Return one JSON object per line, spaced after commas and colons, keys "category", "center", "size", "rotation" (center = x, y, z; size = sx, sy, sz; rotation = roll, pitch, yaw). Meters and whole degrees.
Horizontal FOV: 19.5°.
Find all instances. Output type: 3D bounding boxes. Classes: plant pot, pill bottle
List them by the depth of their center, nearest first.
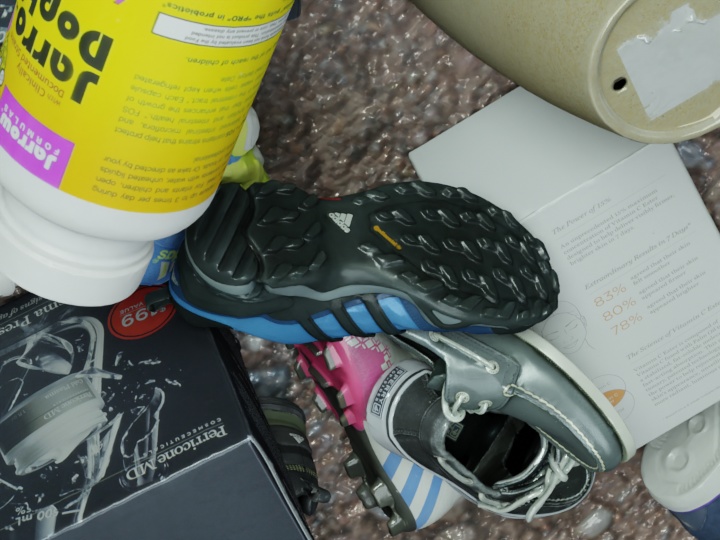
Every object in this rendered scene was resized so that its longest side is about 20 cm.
{"category": "pill bottle", "center": [-0.093, -0.084, 0.853], "size": [0.104, 0.104, 0.200], "rotation": [7, 125, -26]}
{"category": "plant pot", "center": [0.112, -0.150, 0.976], "size": [0.187, 0.200, 0.187], "rotation": [-11, 130, -13]}

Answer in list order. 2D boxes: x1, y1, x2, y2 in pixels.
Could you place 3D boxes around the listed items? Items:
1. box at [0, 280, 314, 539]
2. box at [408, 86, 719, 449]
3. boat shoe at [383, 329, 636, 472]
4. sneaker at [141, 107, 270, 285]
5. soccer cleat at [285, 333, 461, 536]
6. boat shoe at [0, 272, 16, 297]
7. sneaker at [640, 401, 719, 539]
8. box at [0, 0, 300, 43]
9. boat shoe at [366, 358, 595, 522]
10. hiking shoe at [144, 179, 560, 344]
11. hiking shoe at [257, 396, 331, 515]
{"category": "box", "center": [-0.147, 0.103, 1.082], "size": [0.200, 0.182, 0.104], "rotation": [-27, 131, -1]}
{"category": "box", "center": [0.133, -0.006, 1.162], "size": [0.124, 0.098, 0.200], "rotation": [-31, 131, 5]}
{"category": "boat shoe", "center": [0.053, 0.049, 1.100], "size": [0.200, 0.073, 0.062], "rotation": [39, 73, 2]}
{"category": "sneaker", "center": [-0.101, -0.046, 1.009], "size": [0.105, 0.076, 0.200], "rotation": [-44, 155, -9]}
{"category": "soccer cleat", "center": [0.019, 0.067, 1.204], "size": [0.086, 0.070, 0.200], "rotation": [-35, 135, -14]}
{"category": "boat shoe", "center": [-0.197, -0.008, 1.050], "size": [0.069, 0.071, 0.200], "rotation": [29, 110, -34]}
{"category": "sneaker", "center": [0.280, 0.097, 1.319], "size": [0.200, 0.081, 0.146], "rotation": [-45, 137, 11]}
{"category": "box", "center": [-0.127, -0.212, 0.889], "size": [0.200, 0.124, 0.197], "rotation": [-7, 130, -16]}
{"category": "boat shoe", "center": [0.087, 0.103, 1.188], "size": [0.199, 0.068, 0.074], "rotation": [35, 81, -48]}
{"category": "hiking shoe", "center": [0.000, 0.000, 1.040], "size": [0.200, 0.074, 0.087], "rotation": [9, 153, -20]}
{"category": "hiking shoe", "center": [-0.091, 0.169, 1.208], "size": [0.076, 0.101, 0.200], "rotation": [19, 117, -31]}
